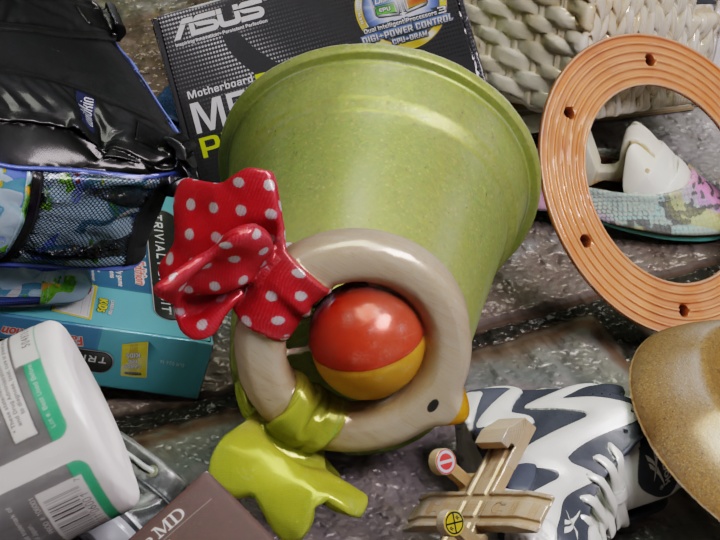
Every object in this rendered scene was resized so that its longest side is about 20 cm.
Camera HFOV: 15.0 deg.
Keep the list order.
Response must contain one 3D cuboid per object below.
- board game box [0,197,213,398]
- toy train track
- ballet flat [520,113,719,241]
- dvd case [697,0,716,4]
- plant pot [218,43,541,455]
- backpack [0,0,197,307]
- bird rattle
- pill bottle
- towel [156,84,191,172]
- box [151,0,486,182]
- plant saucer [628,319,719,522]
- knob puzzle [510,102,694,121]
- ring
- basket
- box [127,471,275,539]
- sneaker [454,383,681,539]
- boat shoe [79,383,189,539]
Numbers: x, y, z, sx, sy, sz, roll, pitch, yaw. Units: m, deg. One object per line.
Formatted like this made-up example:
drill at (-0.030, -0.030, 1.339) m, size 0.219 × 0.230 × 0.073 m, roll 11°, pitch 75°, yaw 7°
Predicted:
board game box at (-0.196, 0.003, 1.677) m, size 0.199 × 0.047 × 0.151 m, roll 9°, pitch 35°, yaw -14°
toy train track at (0.035, 0.157, 1.456) m, size 0.115 × 0.033 × 0.200 m, roll -8°, pitch 47°, yaw 53°
ballet flat at (0.153, -0.067, 1.807) m, size 0.199 × 0.071 × 0.069 m, roll 9°, pitch 31°, yaw 8°
dvd case at (0.213, -0.202, 2.008) m, size 0.150 × 0.025 × 0.200 m, roll -6°, pitch 34°, yaw -34°
plant pot at (0.000, 0.000, 1.614) m, size 0.199 × 0.201 × 0.185 m, roll 6°, pitch 42°, yaw 5°
backpack at (-0.227, -0.070, 1.588) m, size 0.199 × 0.147 × 0.183 m, roll 5°, pitch 37°, yaw -34°
bird rattle at (-0.022, 0.034, 1.485) m, size 0.162 × 0.201 × 0.113 m, roll -11°, pitch 16°, yaw -2°
pill bottle at (-0.228, 0.116, 1.458) m, size 0.199 × 0.113 × 0.113 m, roll -25°, pitch 39°, yaw 0°
towel at (-0.043, -0.090, 1.846) m, size 0.199 × 0.049 × 0.112 m, roll 15°, pitch 37°, yaw 16°
box at (-0.019, -0.110, 1.764) m, size 0.199 × 0.044 × 0.161 m, roll -15°, pitch 81°, yaw -1°
plant saucer at (0.248, 0.091, 1.563) m, size 0.200 × 0.035 × 0.201 m, roll 21°, pitch 34°, yaw -15°
knob puzzle at (0.130, -0.172, 1.985) m, size 0.219 × 0.031 × 0.220 m, roll 1°, pitch 36°, yaw -1°
ring at (0.190, -0.053, 1.734) m, size 0.200 × 0.019 × 0.201 m, roll 10°, pitch 70°, yaw -30°
basket at (0.138, -0.221, 1.827) m, size 0.160 × 0.199 × 0.200 m, roll -14°, pitch 31°, yaw -42°
box at (-0.049, 0.204, 1.398) m, size 0.100 × 0.075 × 0.200 m, roll -42°, pitch 47°, yaw -10°
sneaker at (0.136, 0.125, 1.535) m, size 0.129 × 0.080 × 0.199 m, roll -14°, pitch 28°, yaw -7°
boat shoe at (-0.173, 0.092, 1.561) m, size 0.200 × 0.072 × 0.071 m, roll 39°, pitch 74°, yaw 26°
